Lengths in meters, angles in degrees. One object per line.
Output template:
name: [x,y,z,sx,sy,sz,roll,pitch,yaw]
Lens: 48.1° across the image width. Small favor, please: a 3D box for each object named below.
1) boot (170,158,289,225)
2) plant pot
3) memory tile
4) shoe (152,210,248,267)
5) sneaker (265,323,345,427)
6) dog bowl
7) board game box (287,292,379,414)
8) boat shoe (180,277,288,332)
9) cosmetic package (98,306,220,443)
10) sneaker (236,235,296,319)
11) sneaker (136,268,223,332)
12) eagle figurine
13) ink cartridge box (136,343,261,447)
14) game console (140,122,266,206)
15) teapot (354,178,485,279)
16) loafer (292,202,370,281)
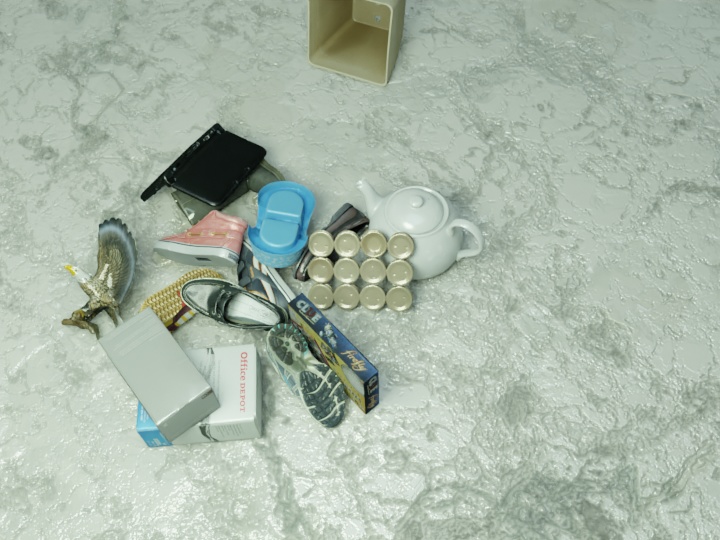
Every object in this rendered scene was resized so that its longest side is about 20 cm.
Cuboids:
boot: [-0.260,-0.151,1.630,0.200,0.073,0.182,-29,47,-23]
plant pot: [0.008,-0.569,1.825,0.199,0.200,0.177,20,48,14]
memory tile: [0.000,0.000,1.491,0.199,0.154,0.017,2,14,10]
shoe: [-0.304,-0.063,1.546,0.200,0.071,0.091,5,68,31]
sneaker: [-0.097,0.185,1.412,0.078,0.086,0.200,-30,84,-24]
dog bowl: [-0.149,-0.085,1.526,0.111,0.050,0.200,10,46,-2]
board game box: [-0.046,0.144,1.397,0.035,0.136,0.200,-37,64,-19]
boat shoe: [-0.226,0.064,1.429,0.199,0.066,0.075,24,89,-1]
cosmetic package: [-0.330,0.169,1.324,0.107,0.090,0.200,-33,64,-17]
sneaker: [-0.199,0.020,1.515,0.079,0.079,0.200,-30,63,-22]
sneaker: [-0.337,0.063,1.499,0.200,0.090,0.075,-27,76,-44]
eagle figurine: [-0.471,0.015,1.485,0.151,0.151,0.200,17,67,25]
ink cartridge box: [-0.272,0.215,1.390,0.199,0.084,0.145,-5,56,0]
game console: [-0.318,-0.194,1.634,0.116,0.176,0.200,47,48,-15]
teapot: [0.109,-0.088,1.532,0.199,0.146,0.198,-14,58,-8]
loafer: [-0.054,-0.050,1.561,0.063,0.072,0.200,29,60,14]
